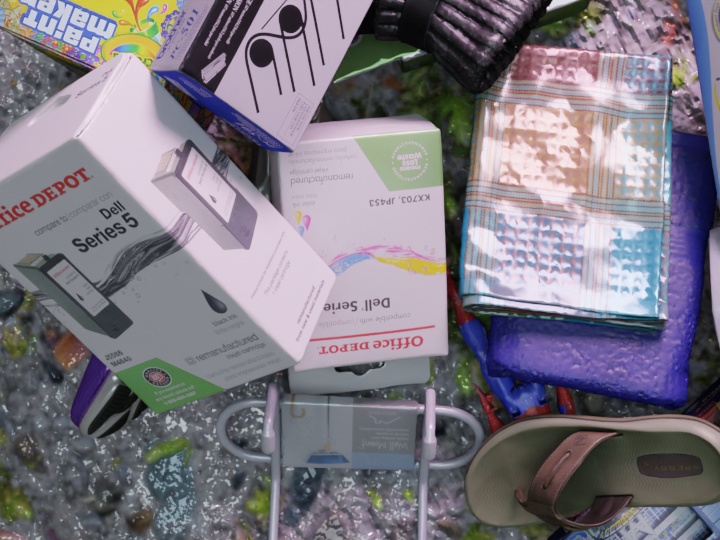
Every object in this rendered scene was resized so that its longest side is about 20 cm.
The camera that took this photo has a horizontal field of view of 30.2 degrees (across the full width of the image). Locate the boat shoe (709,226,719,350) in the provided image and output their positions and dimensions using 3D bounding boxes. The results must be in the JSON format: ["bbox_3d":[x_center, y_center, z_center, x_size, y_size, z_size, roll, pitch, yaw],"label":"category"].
[{"bbox_3d":[0.285,0.062,0.888,0.085,0.075,0.205,-11,69,17],"label":"boat shoe"}]

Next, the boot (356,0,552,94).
[{"bbox_3d":[0.018,-0.163,0.892,0.158,0.079,0.211,43,85,2],"label":"boot"}]

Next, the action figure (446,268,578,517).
[{"bbox_3d":[0.116,0.086,0.974,0.065,0.052,0.202,-24,91,-3],"label":"action figure"}]

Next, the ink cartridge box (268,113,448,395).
[{"bbox_3d":[0.000,0.000,0.934,0.115,0.067,0.203,-6,106,-9],"label":"ink cartridge box"}]

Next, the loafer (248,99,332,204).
[{"bbox_3d":[-0.049,-0.096,0.975,0.062,0.072,0.204,4,96,-14],"label":"loafer"}]

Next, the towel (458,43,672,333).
[{"bbox_3d":[0.146,-0.063,0.932,0.144,0.022,0.203,5,74,2],"label":"towel"}]

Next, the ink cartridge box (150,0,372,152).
[{"bbox_3d":[-0.038,-0.183,0.809,0.094,0.044,0.202,33,79,-33],"label":"ink cartridge box"}]

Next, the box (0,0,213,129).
[{"bbox_3d":[-0.136,-0.216,0.906,0.120,0.200,0.195,23,91,1],"label":"box"}]

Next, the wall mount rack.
[{"bbox_3d":[-0.009,0.161,0.967,0.196,0.075,0.176,2,128,1],"label":"wall mount rack"}]

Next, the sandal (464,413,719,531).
[{"bbox_3d":[0.155,0.140,0.907,0.199,0.057,0.081,-14,108,33],"label":"sandal"}]

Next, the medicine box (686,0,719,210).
[{"bbox_3d":[0.330,-0.123,0.895,0.198,0.102,0.185,-10,90,-32],"label":"medicine box"}]

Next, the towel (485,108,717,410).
[{"bbox_3d":[0.173,-0.008,0.952,0.145,0.050,0.203,11,75,5],"label":"towel"}]

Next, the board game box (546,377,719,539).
[{"bbox_3d":[0.273,0.207,0.959,0.200,0.062,0.200,-43,88,1],"label":"board game box"}]

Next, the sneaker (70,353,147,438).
[{"bbox_3d":[-0.173,0.022,0.980,0.082,0.081,0.203,15,81,15],"label":"sneaker"}]

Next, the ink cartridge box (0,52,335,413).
[{"bbox_3d":[-0.136,-0.017,0.842,0.144,0.085,0.200,-21,122,39],"label":"ink cartridge box"}]

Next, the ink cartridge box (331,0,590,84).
[{"bbox_3d":[0.058,-0.211,0.968,0.197,0.059,0.105,-19,89,2],"label":"ink cartridge box"}]
